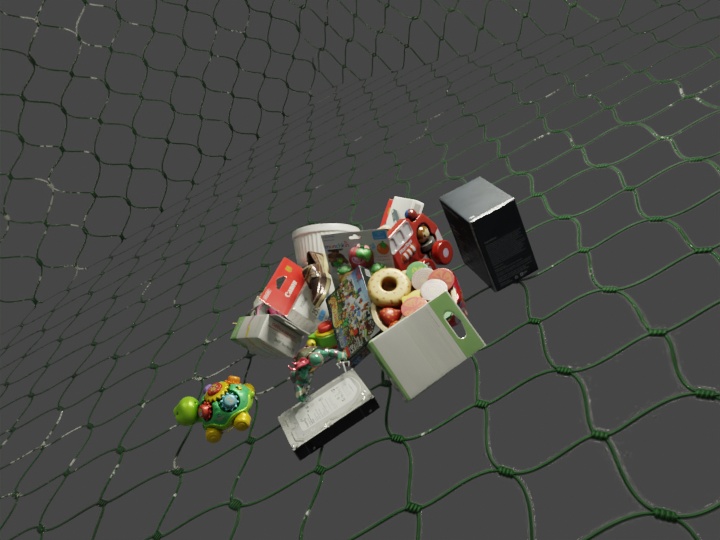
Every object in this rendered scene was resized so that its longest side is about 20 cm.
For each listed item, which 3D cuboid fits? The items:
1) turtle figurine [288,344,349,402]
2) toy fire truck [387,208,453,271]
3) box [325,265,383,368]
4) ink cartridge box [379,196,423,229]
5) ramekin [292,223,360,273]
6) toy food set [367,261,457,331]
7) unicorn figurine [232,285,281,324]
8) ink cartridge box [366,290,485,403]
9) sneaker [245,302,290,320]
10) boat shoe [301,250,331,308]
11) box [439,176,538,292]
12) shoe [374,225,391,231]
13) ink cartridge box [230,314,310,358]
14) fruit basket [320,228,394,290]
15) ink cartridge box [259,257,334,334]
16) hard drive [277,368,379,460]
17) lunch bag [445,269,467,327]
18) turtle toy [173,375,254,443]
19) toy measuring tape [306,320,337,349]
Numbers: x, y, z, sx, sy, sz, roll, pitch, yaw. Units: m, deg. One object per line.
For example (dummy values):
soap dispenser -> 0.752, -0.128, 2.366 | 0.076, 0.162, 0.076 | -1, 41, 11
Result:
turtle figurine -> -0.102, 0.214, 1.493 | 0.149, 0.101, 0.200 | -33, 2, -17
toy fire truck -> 0.140, -0.064, 1.730 | 0.112, 0.168, 0.200 | 2, 39, 45
box -> -0.010, 0.107, 1.571 | 0.137, 0.038, 0.201 | -45, 43, 27
ink cartridge box -> 0.083, -0.105, 1.870 | 0.176, 0.045, 0.201 | 18, 90, 57
ramekin -> -0.095, -0.059, 1.928 | 0.199, 0.106, 0.200 | -4, -11, -1
toy food set -> 0.118, 0.064, 1.474 | 0.197, 0.049, 0.201 | -14, 48, 5
unicorn figurine -> -0.281, 0.113, 1.939 | 0.137, 0.074, 0.200 | -36, 12, 5
ink cartridge box -> 0.134, 0.155, 1.377 | 0.199, 0.146, 0.048 | -33, -11, -12
sneaker -> -0.227, 0.110, 1.806 | 0.095, 0.079, 0.199 | -19, -9, 37
boat shoe -> -0.121, 0.017, 1.740 | 0.072, 0.072, 0.201 | -55, 22, 35
box -> 0.301, -0.089, 1.590 | 0.124, 0.197, 0.200 | -29, 27, -2
shoe -> 0.022, -0.033, 1.760 | 0.200, 0.070, 0.053 | -55, 24, 13
ink cartridge box -> -0.226, 0.167, 1.672 | 0.200, 0.117, 0.068 | -11, 51, 53
fruit basket -> 0.000, 0.000, 1.662 | 0.184, 0.201, 0.094 | -3, 26, 26
ink cartridge box -> -0.153, 0.056, 1.777 | 0.045, 0.176, 0.200 | -48, 12, 36
hard drive -> -0.071, 0.301, 1.427 | 0.199, 0.038, 0.140 | -32, 26, -7
lunch bag -> 0.145, 0.093, 1.552 | 0.199, 0.082, 0.177 | -22, 32, 10
turtle toy -> -0.340, 0.320, 1.575 | 0.199, 0.101, 0.146 | -24, 26, 8
toy measuring tape -> -0.045, 0.144, 1.659 | 0.199, 0.074, 0.073 | -28, 24, -24
